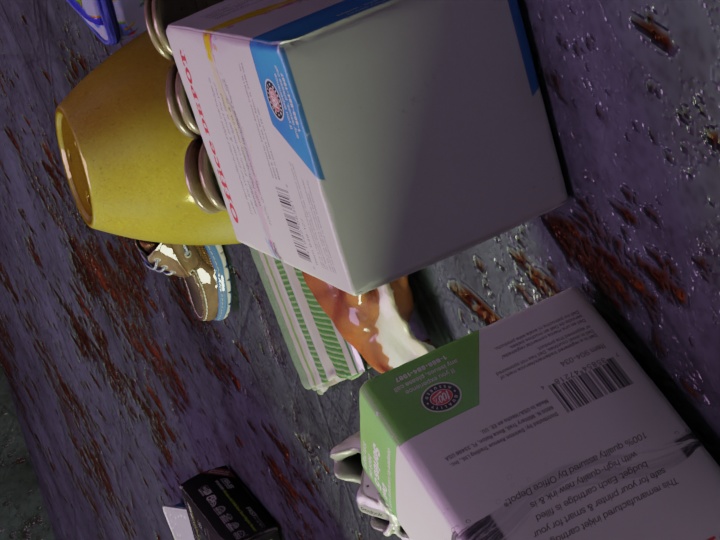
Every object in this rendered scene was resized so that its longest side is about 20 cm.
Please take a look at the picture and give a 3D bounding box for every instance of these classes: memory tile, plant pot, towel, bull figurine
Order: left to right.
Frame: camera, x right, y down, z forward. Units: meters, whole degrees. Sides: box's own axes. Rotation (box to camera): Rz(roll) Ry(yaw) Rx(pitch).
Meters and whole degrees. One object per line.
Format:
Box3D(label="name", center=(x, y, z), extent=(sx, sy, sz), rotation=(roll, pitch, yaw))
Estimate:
Box3D(label="plant pot", center=(-0.168, -0.104, 1.520), extent=(0.200, 0.141, 0.202), rotation=(163, 90, -73))
Box3D(label="memory tile", center=(-0.075, -0.133, 1.225), extent=(0.017, 0.200, 0.154), rotation=(-9, 106, 28))
Box3D(label="towel", center=(-0.041, 0.024, 1.533), extent=(0.154, 0.023, 0.200), rotation=(68, 164, 2))
Box3D(label="bull figurine", center=(0.000, 0.000, 1.324), extent=(0.200, 0.065, 0.122), rotation=(51, 152, 36))

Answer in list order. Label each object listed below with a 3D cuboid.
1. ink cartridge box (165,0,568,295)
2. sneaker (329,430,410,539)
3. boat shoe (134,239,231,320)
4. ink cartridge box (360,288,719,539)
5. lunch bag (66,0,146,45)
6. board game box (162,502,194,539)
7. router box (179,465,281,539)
Box3D(label="ink cartridge box", center=(-0.001, -0.094, 1.085), extent=(0.200, 0.144, 0.148), rotation=(25, 135, 64))
Box3D(label="sneaker", center=(0.049, 0.171, 1.345), extent=(0.200, 0.087, 0.075), rotation=(38, 144, 54))
Box3D(label="boat shoe", center=(-0.177, -0.034, 1.767), extent=(0.072, 0.072, 0.201), rotation=(37, 145, 57))
Box3D(label="ink cartridge box", center=(0.109, 0.127, 1.007), extent=(0.200, 0.145, 0.084), rotation=(55, 159, 34))
Box3D(label="lunch bag", center=(-0.237, -0.297, 1.625), extent=(0.200, 0.082, 0.162), rotation=(49, 157, 47))
Box3D(label="board game box", center=(-0.184, 0.389, 2.352), extent=(0.201, 0.026, 0.200), rotation=(69, 161, -2))
Box3D(label="router box", center=(-0.129, 0.339, 2.079), extent=(0.150, 0.062, 0.201), rotation=(41, 148, 55))
